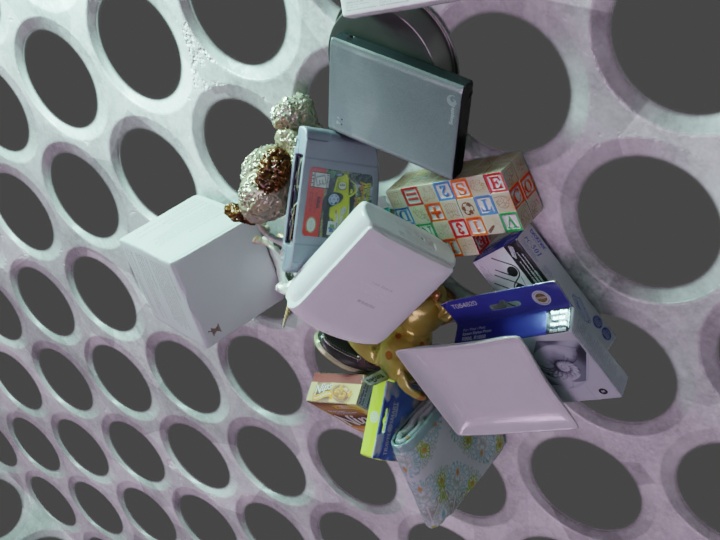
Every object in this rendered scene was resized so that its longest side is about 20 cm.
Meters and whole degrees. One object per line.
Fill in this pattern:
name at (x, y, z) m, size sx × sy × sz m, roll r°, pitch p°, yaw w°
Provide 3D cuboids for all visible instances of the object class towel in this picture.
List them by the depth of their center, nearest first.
towel at (0.139, 0.269, 1.556) m, size 0.048 × 0.200 × 0.172 m, roll 3°, pitch 126°, yaw 47°

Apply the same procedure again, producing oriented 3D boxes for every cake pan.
cake pan at (0.036, -0.271, 1.326) m, size 0.199 × 0.037 × 0.201 m, roll 24°, pitch 136°, yaw 26°

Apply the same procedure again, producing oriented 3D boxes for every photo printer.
photo printer at (0.007, 0.015, 1.371) m, size 0.166 × 0.070 × 0.200 m, roll 26°, pitch 123°, yaw -32°

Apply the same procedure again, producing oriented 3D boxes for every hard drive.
hard drive at (0.049, -0.214, 1.307) m, size 0.199 × 0.033 × 0.140 m, roll 25°, pitch 136°, yaw 23°

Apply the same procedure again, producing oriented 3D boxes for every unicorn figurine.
unicorn figurine at (-0.095, -0.024, 1.513) m, size 0.137 × 0.200 × 0.074 m, roll 35°, pitch 137°, yaw 23°

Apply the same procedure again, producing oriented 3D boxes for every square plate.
square plate at (0.177, 0.158, 1.398) m, size 0.197 × 0.029 × 0.200 m, roll -10°, pitch 131°, yaw 36°

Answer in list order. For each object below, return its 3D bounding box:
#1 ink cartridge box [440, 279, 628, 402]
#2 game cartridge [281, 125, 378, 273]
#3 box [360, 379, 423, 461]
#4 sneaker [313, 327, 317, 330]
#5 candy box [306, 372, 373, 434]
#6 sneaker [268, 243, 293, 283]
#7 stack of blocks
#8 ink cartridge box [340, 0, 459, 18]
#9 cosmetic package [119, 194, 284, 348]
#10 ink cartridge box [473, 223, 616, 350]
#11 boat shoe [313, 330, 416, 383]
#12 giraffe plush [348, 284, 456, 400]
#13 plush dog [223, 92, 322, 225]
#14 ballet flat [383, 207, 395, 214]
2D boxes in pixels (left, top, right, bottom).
ink cartridge box at (0.230, 0.108, 1.369) m, size 0.199 × 0.041 × 0.200 m, roll -14°, pitch 127°, yaw 44°
game cartridge at (-0.038, -0.093, 1.406) m, size 0.041 × 0.132 × 0.202 m, roll 15°, pitch 100°, yaw 52°
box at (0.072, 0.235, 1.563) m, size 0.047 × 0.199 × 0.123 m, roll 6°, pitch 83°, yaw 39°
sneaker at (-0.020, 0.032, 1.583) m, size 0.067 × 0.090 × 0.200 m, roll 43°, pitch 140°, yaw 5°
candy box at (0.019, 0.232, 1.672) m, size 0.115 × 0.056 × 0.200 m, roll -3°, pitch 151°, yaw 42°
sneaker at (-0.088, 0.018, 1.603) m, size 0.200 × 0.072 × 0.085 m, roll -127°, pitch 21°, yaw -59°
stack of blocks at (0.144, -0.084, 1.368) m, size 0.199 × 0.059 × 0.116 m, roll -6°, pitch 118°, yaw 44°
ink cartridge box at (0.042, -0.413, 1.197) m, size 0.160 × 0.050 × 0.202 m, roll 0°, pitch 103°, yaw 32°
cosmetic package at (-0.265, -0.003, 1.678) m, size 0.199 × 0.166 × 0.168 m, roll 21°, pitch 137°, yaw 51°
ink cartridge box at (0.252, 0.039, 1.384) m, size 0.200 × 0.044 × 0.094 m, roll 52°, pitch 141°, yaw -7°
boat shoe at (0.021, 0.133, 1.619) m, size 0.200 × 0.072 × 0.066 m, roll 27°, pitch 124°, yaw -20°
giraffe plush at (0.078, 0.075, 1.497) m, size 0.172 × 0.200 × 0.163 m, roll 28°, pitch 110°, yaw 7°
plush dog at (-0.114, -0.131, 1.469) m, size 0.160 × 0.172 × 0.200 m, roll 43°, pitch 139°, yaw 3°
ballet flat at (0.000, 0.000, 1.493) m, size 0.072 × 0.201 × 0.072 m, roll 39°, pitch 176°, yaw 3°
